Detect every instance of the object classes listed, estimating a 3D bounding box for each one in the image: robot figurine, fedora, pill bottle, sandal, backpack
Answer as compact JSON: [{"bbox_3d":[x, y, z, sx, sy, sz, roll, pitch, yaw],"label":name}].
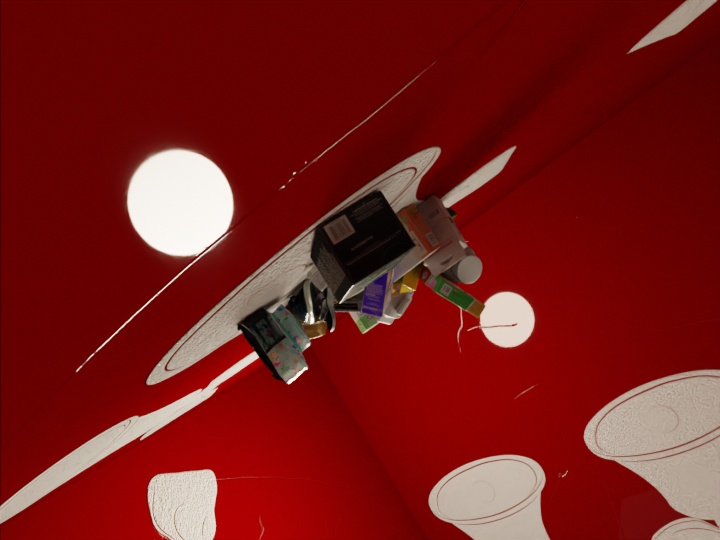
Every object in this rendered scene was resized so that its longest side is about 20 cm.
[{"bbox_3d":[0.107,0.070,1.704,0.111,0.170,0.203,14,112,-36],"label":"robot figurine"},{"bbox_3d":[-0.161,0.167,1.708,0.196,0.084,0.201,-10,-169,2],"label":"fedora"},{"bbox_3d":[0.267,-0.029,1.544,0.110,0.112,0.200,-32,-156,-8],"label":"pill bottle"},{"bbox_3d":[-0.102,0.086,1.480,0.047,0.076,0.204,-13,127,-15],"label":"sandal"},{"bbox_3d":[-0.214,0.197,1.431,0.149,0.202,0.178,-32,173,-11],"label":"backpack"}]

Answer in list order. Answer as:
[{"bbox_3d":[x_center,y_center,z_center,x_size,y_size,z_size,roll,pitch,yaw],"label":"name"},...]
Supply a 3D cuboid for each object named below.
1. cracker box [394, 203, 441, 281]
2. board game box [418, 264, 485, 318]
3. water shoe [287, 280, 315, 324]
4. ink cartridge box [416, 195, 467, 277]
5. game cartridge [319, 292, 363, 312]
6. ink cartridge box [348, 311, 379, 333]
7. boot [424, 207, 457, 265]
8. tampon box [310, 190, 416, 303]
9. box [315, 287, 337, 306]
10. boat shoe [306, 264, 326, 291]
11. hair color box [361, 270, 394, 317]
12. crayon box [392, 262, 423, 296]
[{"bbox_3d":[0.109,-0.066,1.438,0.057,0.135,0.200,-28,172,-42],"label":"cracker box"},{"bbox_3d":[0.246,0.053,1.507,0.041,0.151,0.200,-58,-163,5],"label":"board game box"},{"bbox_3d":[-0.166,0.095,1.492,0.077,0.073,0.201,4,147,-1],"label":"water shoe"},{"bbox_3d":[0.211,-0.087,1.461,0.116,0.203,0.067,-35,154,21],"label":"ink cartridge box"},{"bbox_3d":[-0.024,0.091,1.652,0.197,0.042,0.133,-2,-162,33],"label":"game cartridge"},{"bbox_3d":[0.017,0.086,1.821,0.144,0.202,0.084,-31,172,-17],"label":"ink cartridge box"},{"bbox_3d":[0.217,-0.090,1.672,0.173,0.066,0.203,-10,130,-44],"label":"boot"},{"bbox_3d":[-0.003,-0.040,1.067,0.148,0.128,0.200,-31,174,-15],"label":"tampon box"},{"bbox_3d":[-0.063,0.047,1.626,0.063,0.072,0.199,-8,-169,36],"label":"box"},{"bbox_3d":[-0.039,-0.017,1.309,0.199,0.072,0.070,-35,174,-26],"label":"boat shoe"},{"bbox_3d":[0.053,0.003,1.381,0.110,0.063,0.204,-55,153,-62],"label":"hair color box"},{"bbox_3d":[0.131,-0.008,1.578,0.125,0.051,0.204,-16,-127,64],"label":"crayon box"}]
